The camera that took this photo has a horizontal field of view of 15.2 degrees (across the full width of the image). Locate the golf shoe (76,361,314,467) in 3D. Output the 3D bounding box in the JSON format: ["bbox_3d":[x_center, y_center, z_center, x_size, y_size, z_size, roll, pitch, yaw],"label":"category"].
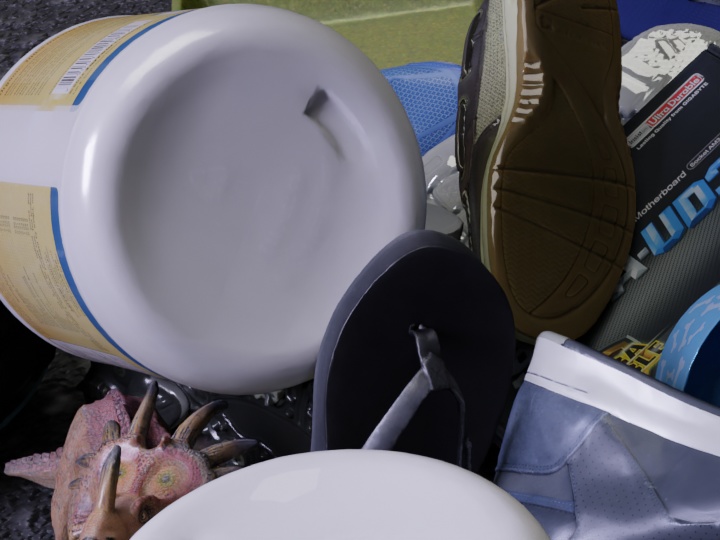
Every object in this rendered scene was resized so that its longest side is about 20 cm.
[{"bbox_3d":[-0.042,0.046,1.188,0.088,0.078,0.199,-24,33,-38],"label":"golf shoe"}]

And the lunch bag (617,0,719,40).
[{"bbox_3d":[0.186,-0.188,1.467,0.132,0.137,0.200,-24,35,-25],"label":"lunch bag"}]

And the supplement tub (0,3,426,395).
[{"bbox_3d":[-0.075,-0.030,1.074,0.144,0.146,0.200,-21,11,-21],"label":"supplement tub"}]

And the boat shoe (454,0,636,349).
[{"bbox_3d":[0.076,-0.049,1.175,0.073,0.065,0.201,21,57,-20],"label":"boat shoe"}]

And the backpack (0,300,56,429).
[{"bbox_3d":[-0.226,0.012,1.190,0.153,0.177,0.200,20,38,34],"label":"backpack"}]

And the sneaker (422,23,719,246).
[{"bbox_3d":[0.103,-0.038,1.312,0.199,0.082,0.077,-29,58,4],"label":"sneaker"}]

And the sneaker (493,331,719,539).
[{"bbox_3d":[0.114,0.120,0.958,0.202,0.077,0.147,21,84,45],"label":"sneaker"}]

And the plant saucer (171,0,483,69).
[{"bbox_3d":[-0.003,-0.117,1.481,0.198,0.048,0.200,-8,30,2],"label":"plant saucer"}]

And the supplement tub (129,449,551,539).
[{"bbox_3d":[0.001,0.173,0.828,0.144,0.201,0.146,-6,30,4],"label":"supplement tub"}]

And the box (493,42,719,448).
[{"bbox_3d":[0.133,0.008,1.156,0.200,0.046,0.159,-42,37,-5],"label":"box"}]

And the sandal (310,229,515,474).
[{"bbox_3d":[0.012,0.085,0.999,0.076,0.201,0.043,11,11,-26],"label":"sandal"}]

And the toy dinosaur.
[{"bbox_3d":[-0.090,0.089,1.061,0.085,0.136,0.200,-17,30,-15],"label":"toy dinosaur"}]

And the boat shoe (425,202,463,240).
[{"bbox_3d":[0.000,0.000,1.205,0.071,0.066,0.200,6,5,-9],"label":"boat shoe"}]

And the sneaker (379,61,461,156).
[{"bbox_3d":[-0.032,-0.059,1.329,0.199,0.089,0.079,-18,73,-5],"label":"sneaker"}]

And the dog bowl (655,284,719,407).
[{"bbox_3d":[0.207,0.047,1.076,0.199,0.112,0.050,-6,13,-17],"label":"dog bowl"}]
